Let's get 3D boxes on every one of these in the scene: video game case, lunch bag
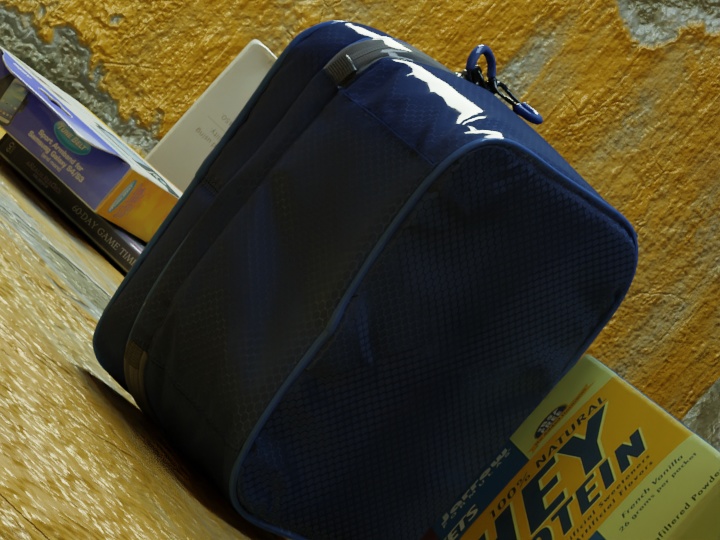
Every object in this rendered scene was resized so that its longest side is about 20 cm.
[{"bbox_3d":[-0.134,-0.004,1.584,0.200,0.019,0.143,43,1,15],"label":"video game case"},{"bbox_3d":[0.000,0.000,0.991,0.136,0.200,0.132,34,3,-46],"label":"lunch bag"}]

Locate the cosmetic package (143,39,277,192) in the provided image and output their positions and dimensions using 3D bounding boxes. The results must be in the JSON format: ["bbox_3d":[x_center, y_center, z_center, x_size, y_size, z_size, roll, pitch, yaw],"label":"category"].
[{"bbox_3d":[-0.058,-0.037,1.810,0.167,0.166,0.200,42,-1,7],"label":"cosmetic package"}]

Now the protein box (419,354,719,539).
[{"bbox_3d":[0.126,0.156,0.867,0.199,0.135,0.200,41,1,-11],"label":"protein box"}]

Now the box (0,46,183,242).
[{"bbox_3d":[-0.170,-0.072,1.558,0.119,0.041,0.200,41,3,15],"label":"box"}]
